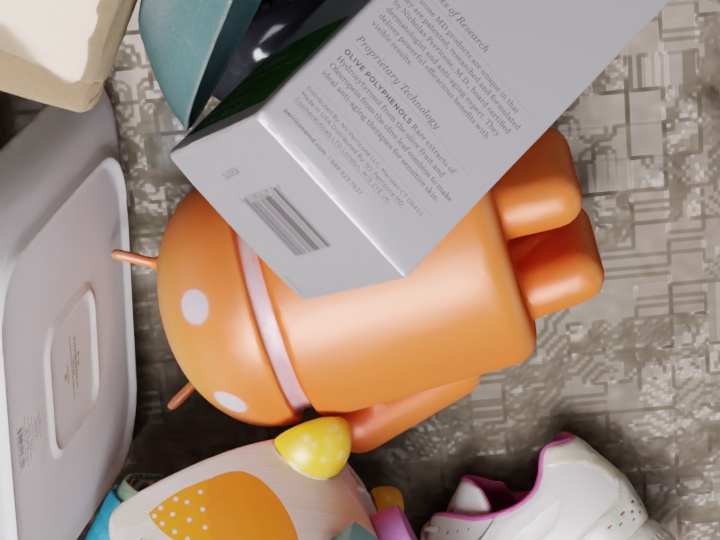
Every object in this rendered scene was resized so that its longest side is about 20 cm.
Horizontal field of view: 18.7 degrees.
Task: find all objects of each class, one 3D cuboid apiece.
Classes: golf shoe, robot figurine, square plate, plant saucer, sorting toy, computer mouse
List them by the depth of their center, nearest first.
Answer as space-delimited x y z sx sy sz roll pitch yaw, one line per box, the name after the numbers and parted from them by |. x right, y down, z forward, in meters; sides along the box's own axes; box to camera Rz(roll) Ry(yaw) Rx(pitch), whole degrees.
-0.038 -0.150 0.825 0.036 0.200 0.200 25 112 -3 | plant saucer
-0.131 0.041 0.909 0.028 0.198 0.200 5 115 11 | square plate
0.021 -0.120 0.927 0.200 0.034 0.059 -25 112 10 | computer mouse
0.005 0.174 0.934 0.107 0.180 0.200 -35 153 -1 | sorting toy
0.001 0.002 0.937 0.200 0.117 0.144 -15 157 6 | robot figurine
0.049 0.150 1.041 0.200 0.075 0.092 -32 88 15 | golf shoe

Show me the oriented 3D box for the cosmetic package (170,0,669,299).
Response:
0.036 -0.087 0.833 0.085 0.108 0.200 47 69 -12 | cosmetic package

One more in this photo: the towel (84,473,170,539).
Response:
-0.104 0.171 1.019 0.147 0.022 0.200 4 126 -51 | towel

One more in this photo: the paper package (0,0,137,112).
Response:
-0.168 -0.158 0.821 0.200 0.191 0.104 18 113 -7 | paper package
